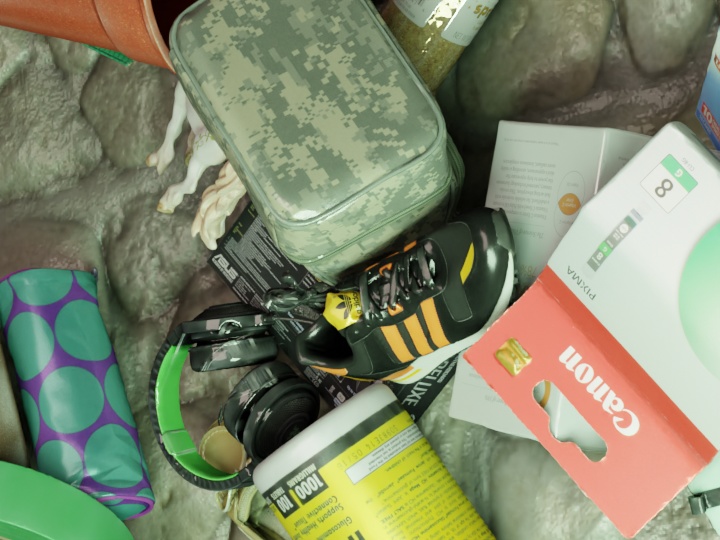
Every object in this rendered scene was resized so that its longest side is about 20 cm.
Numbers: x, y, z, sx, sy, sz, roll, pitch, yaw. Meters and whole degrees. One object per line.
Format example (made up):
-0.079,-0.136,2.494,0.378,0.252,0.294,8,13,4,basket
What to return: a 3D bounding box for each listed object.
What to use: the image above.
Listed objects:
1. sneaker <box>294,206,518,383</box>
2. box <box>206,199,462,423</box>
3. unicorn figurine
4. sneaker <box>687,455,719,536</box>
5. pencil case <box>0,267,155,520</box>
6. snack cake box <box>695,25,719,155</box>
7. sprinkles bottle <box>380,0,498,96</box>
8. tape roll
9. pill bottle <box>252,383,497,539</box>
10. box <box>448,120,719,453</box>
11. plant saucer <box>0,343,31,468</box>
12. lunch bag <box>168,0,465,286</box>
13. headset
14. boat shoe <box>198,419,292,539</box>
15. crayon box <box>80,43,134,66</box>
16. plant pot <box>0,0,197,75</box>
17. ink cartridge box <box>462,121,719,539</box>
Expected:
0.026,0.022,1.594,0.200,0.090,0.070,-46,51,54,sneaker
0.000,0.000,1.751,0.200,0.050,0.158,47,111,30,box
-0.116,-0.118,1.816,0.200,0.074,0.137,52,130,34,unicorn figurine
0.231,0.071,1.555,0.118,0.074,0.201,-25,72,25,sneaker
-0.217,0.097,1.875,0.092,0.085,0.200,112,144,-67,pencil case
0.285,-0.058,1.504,0.067,0.115,0.200,-22,65,-11,snack cake box
0.075,-0.213,1.711,0.068,0.068,0.200,46,111,31,sprinkles bottle
-0.267,0.205,1.828,0.200,0.200,0.048,-11,50,35,tape roll
0.027,0.185,1.647,0.112,0.112,0.200,-38,84,26,pill bottle
0.143,0.011,1.592,0.124,0.097,0.200,11,91,59,box
-0.283,0.097,1.892,0.037,0.200,0.201,-14,71,-10,plant saucer
-0.026,-0.093,1.652,0.139,0.168,0.200,-30,66,-7,lunch bag
-0.085,0.072,1.718,0.200,0.094,0.124,-44,66,33,headset
-0.053,0.170,1.760,0.201,0.063,0.073,45,110,31,boat shoe
-0.159,-0.269,1.868,0.200,0.058,0.119,-56,31,17,crayon box
-0.186,-0.239,1.725,0.195,0.201,0.201,8,89,24,plant pot
0.173,0.037,1.476,0.200,0.050,0.161,-45,72,11,ink cartridge box
